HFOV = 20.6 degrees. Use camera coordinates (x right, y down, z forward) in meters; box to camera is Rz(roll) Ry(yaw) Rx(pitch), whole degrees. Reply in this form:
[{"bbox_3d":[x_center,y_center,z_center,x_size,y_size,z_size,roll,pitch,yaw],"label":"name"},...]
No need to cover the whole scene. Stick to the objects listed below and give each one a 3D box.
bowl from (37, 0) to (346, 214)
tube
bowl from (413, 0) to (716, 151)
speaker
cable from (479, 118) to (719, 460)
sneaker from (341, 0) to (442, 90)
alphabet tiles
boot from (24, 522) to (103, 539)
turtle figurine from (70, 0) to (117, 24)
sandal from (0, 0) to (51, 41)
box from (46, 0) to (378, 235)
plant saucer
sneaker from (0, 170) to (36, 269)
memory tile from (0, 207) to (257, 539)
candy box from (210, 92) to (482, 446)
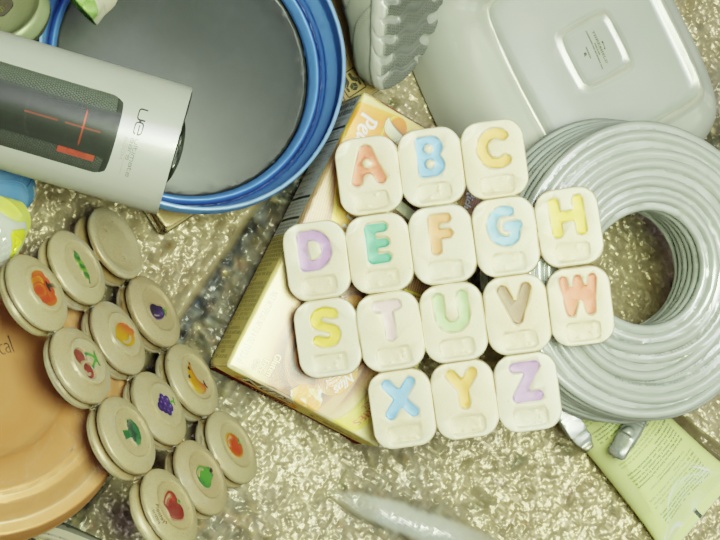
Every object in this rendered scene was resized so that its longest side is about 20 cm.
[{"bbox_3d":[-0.109,-0.132,1.266,0.200,0.039,0.201,4,79,-19],"label":"bowl"},{"bbox_3d":[0.170,0.100,1.356,0.200,0.058,0.052,46,25,-11],"label":"tube"},{"bbox_3d":[0.147,-0.142,1.369,0.199,0.075,0.200,-27,93,-21],"label":"bowl"},{"bbox_3d":[-0.201,-0.097,1.170,0.199,0.081,0.081,17,76,-6],"label":"speaker"},{"bbox_3d":[0.174,0.000,1.295,0.200,0.069,0.200,-46,104,-13],"label":"cable"},{"bbox_3d":[0.002,-0.217,1.294,0.075,0.082,0.201,-31,123,-49],"label":"sneaker"},{"bbox_3d":[0.055,0.008,1.237,0.199,0.015,0.196,-7,89,3],"label":"alphabet tiles"},{"bbox_3d":[-0.212,0.220,1.180,0.200,0.073,0.151,25,73,-11],"label":"boot"},{"bbox_3d":[-0.120,-0.249,1.172,0.194,0.200,0.144,-42,118,-3],"label":"turtle figurine"},{"bbox_3d":[-0.273,-0.207,1.209,0.201,0.057,0.080,33,80,11],"label":"sandal"},{"bbox_3d":[-0.096,-0.144,1.306,0.200,0.021,0.164,-35,94,-21],"label":"box"},{"bbox_3d":[-0.233,0.067,1.180,0.200,0.032,0.201,11,56,-17],"label":"plant saucer"},{"bbox_3d":[-0.289,-0.057,1.207,0.199,0.076,0.105,21,31,3],"label":"sneaker"},{"bbox_3d":[-0.136,0.063,1.210,0.200,0.017,0.153,59,24,-4],"label":"memory tile"},{"bbox_3d":[0.000,0.000,1.291,0.115,0.055,0.200,29,79,-15],"label":"candy box"}]
